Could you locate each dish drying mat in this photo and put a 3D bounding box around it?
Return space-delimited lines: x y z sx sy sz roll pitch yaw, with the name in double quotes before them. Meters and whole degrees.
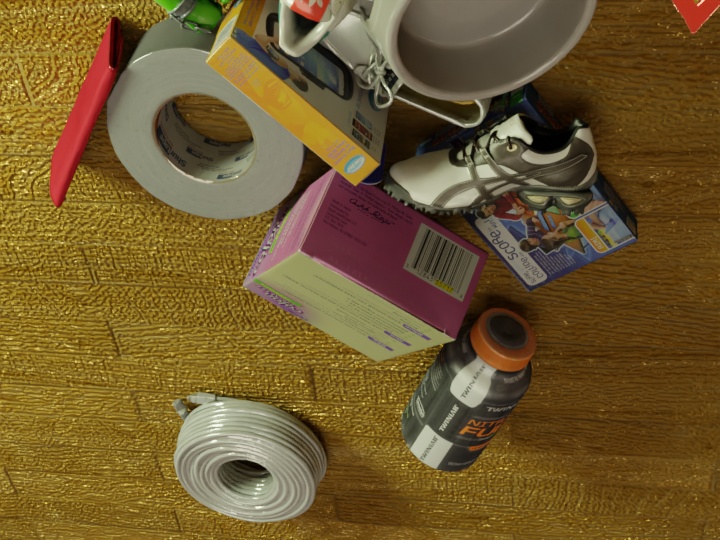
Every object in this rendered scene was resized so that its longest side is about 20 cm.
"dish drying mat" -0.274 -0.154 1.111 0.018 0.078 0.200 15 136 -25

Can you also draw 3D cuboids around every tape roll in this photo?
"tape roll" -0.145 -0.147 1.093 0.197 0.067 0.202 6 134 6

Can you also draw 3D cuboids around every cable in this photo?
"cable" -0.144 0.250 1.455 0.197 0.070 0.202 2 132 11

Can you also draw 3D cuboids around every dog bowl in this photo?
"dog bowl" 0.098 -0.215 0.885 0.197 0.059 0.201 -12 148 -7

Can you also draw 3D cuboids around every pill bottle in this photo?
"pill bottle" 0.126 0.131 1.259 0.105 0.107 0.201 20 134 -6

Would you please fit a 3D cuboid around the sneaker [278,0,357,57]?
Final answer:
"sneaker" -0.015 -0.245 0.877 0.070 0.094 0.200 28 146 -10

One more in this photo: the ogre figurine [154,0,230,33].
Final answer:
"ogre figurine" -0.153 -0.299 0.941 0.118 0.099 0.200 8 152 -19

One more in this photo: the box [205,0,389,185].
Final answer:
"box" -0.042 -0.166 1.014 0.199 0.120 0.041 36 125 -21

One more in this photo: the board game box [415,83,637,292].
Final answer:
"board game box" 0.166 -0.078 1.106 0.134 0.035 0.200 -27 121 31

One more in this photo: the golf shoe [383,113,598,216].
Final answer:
"golf shoe" 0.119 -0.105 1.023 0.197 0.078 0.095 -2 128 1

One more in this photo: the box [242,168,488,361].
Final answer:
"box" 0.000 0.000 1.118 0.174 0.098 0.200 29 160 -14

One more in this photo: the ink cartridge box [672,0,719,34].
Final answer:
"ink cartridge box" 0.230 -0.297 0.784 0.050 0.202 0.161 6 141 -33

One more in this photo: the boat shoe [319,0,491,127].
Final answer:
"boat shoe" 0.029 -0.184 1.004 0.200 0.087 0.075 28 132 -14
